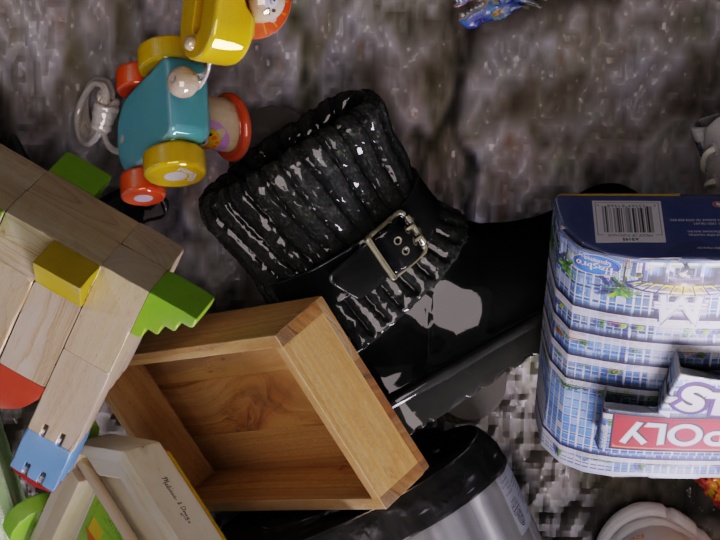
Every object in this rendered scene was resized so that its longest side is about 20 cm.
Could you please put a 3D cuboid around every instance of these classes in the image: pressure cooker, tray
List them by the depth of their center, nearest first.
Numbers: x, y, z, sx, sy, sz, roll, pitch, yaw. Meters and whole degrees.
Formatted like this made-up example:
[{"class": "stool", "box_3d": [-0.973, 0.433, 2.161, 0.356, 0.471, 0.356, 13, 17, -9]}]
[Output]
[{"class": "tray", "box_3d": [-0.056, 0.069, 1.177, 0.037, 0.200, 0.099, -40, 106, -29]}, {"class": "pressure cooker", "box_3d": [0.027, 0.199, 1.205, 0.178, 0.176, 0.201, -16, 101, 51]}]

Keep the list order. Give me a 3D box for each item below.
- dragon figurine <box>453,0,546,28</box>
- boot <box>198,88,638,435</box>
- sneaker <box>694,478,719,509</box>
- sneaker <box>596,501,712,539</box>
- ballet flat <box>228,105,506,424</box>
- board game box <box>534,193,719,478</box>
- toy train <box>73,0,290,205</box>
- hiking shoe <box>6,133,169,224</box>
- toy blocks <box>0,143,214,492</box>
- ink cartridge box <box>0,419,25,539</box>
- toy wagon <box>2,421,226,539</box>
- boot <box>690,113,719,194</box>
[{"class": "dragon figurine", "box_3d": [0.104, -0.205, 1.145, 0.200, 0.059, 0.099, -43, 104, 2]}, {"class": "boot", "box_3d": [0.041, -0.027, 1.173, 0.211, 0.079, 0.158, -33, 98, -19]}, {"class": "sneaker", "box_3d": [0.242, 0.118, 1.258, 0.200, 0.073, 0.077, 38, 82, -15]}, {"class": "sneaker", "box_3d": [0.208, 0.207, 1.272, 0.200, 0.080, 0.074, 34, 103, -12]}, {"class": "ballet flat", "box_3d": [0.000, 0.000, 1.224, 0.067, 0.046, 0.200, -45, 102, -16]}, {"class": "board game box", "box_3d": [0.186, 0.055, 1.128, 0.199, 0.062, 0.200, 0, 134, 0]}, {"class": "toy train", "box_3d": [-0.077, -0.131, 1.148, 0.055, 0.150, 0.201, 6, 118, -27]}, {"class": "hiking shoe", "box_3d": [-0.205, -0.036, 1.205, 0.199, 0.074, 0.087, 21, 98, -16]}, {"class": "toy blocks", "box_3d": [-0.181, 0.015, 1.131, 0.200, 0.100, 0.137, 30, 120, 2]}, {"class": "ink cartridge box", "box_3d": [-0.275, 0.151, 1.272, 0.199, 0.048, 0.146, -14, 108, 2]}, {"class": "toy wagon", "box_3d": [-0.126, 0.172, 1.198, 0.039, 0.155, 0.200, -14, 146, -36]}, {"class": "boot", "box_3d": [0.191, -0.034, 1.158, 0.096, 0.074, 0.200, 49, 126, 2]}]
